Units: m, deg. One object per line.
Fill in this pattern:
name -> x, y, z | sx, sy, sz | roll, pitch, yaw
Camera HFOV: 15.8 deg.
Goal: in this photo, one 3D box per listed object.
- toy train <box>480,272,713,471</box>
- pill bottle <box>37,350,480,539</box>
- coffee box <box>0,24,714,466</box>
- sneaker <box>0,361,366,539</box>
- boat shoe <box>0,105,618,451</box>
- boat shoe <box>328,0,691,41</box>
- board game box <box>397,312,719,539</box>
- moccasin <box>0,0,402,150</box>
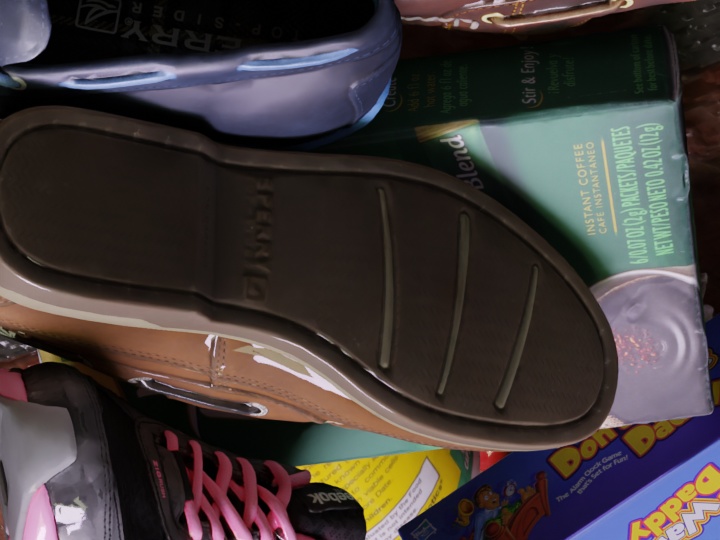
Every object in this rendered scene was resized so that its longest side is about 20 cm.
toy train -> 0.085, 0.083, 0.913 | 0.084, 0.116, 0.200 | 10, 162, -4
pill bottle -> -0.043, 0.031, 0.900 | 0.112, 0.113, 0.200 | -9, 140, 23
coffee box -> 0.000, 0.000, 0.769 | 0.199, 0.044, 0.123 | -6, 127, 6
sneaker -> -0.048, 0.071, 0.742 | 0.095, 0.079, 0.200 | -13, 158, 4
boat shoe -> -0.025, 0.005, 0.711 | 0.200, 0.072, 0.068 | 21, 156, -24
boat shoe -> 0.053, -0.095, 0.732 | 0.199, 0.071, 0.070 | -5, 140, 19
board game box -> 0.129, 0.079, 0.841 | 0.200, 0.045, 0.135 | -34, 131, 1
moccasin -> -0.086, -0.080, 0.674 | 0.199, 0.081, 0.068 | 2, 162, -12
